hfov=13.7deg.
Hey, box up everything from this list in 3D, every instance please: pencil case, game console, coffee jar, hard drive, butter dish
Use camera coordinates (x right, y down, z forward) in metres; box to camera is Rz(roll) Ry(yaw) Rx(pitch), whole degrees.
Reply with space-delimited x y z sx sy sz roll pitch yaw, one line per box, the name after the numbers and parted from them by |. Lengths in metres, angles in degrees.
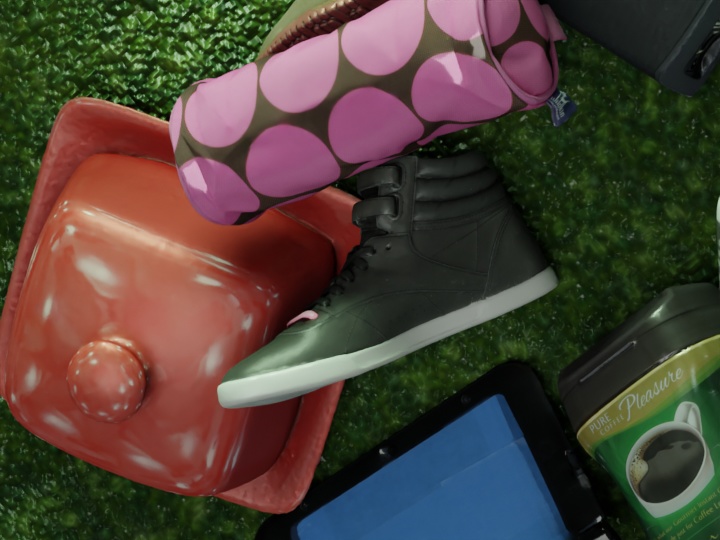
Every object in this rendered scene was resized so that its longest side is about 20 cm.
0.004 -0.087 1.505 0.199 0.094 0.091 -19 99 27 | pencil case
0.029 0.169 1.579 0.200 0.176 0.117 -35 100 21 | game console
0.186 0.110 1.528 0.104 0.085 0.201 -39 71 32 | coffee jar
0.154 -0.199 1.478 0.135 0.042 0.201 34 115 18 | hard drive
-0.113 0.038 1.598 0.199 0.148 0.201 21 114 10 | butter dish

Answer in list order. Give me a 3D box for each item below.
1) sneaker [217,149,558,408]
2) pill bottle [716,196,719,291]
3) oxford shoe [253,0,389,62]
0.000 0.000 1.551 0.100 0.199 0.071 67 157 -2 | sneaker
0.226 0.011 1.414 0.113 0.114 0.202 -1 99 18 | pill bottle
0.015 -0.151 1.547 0.070 0.075 0.200 27 136 -33 | oxford shoe
